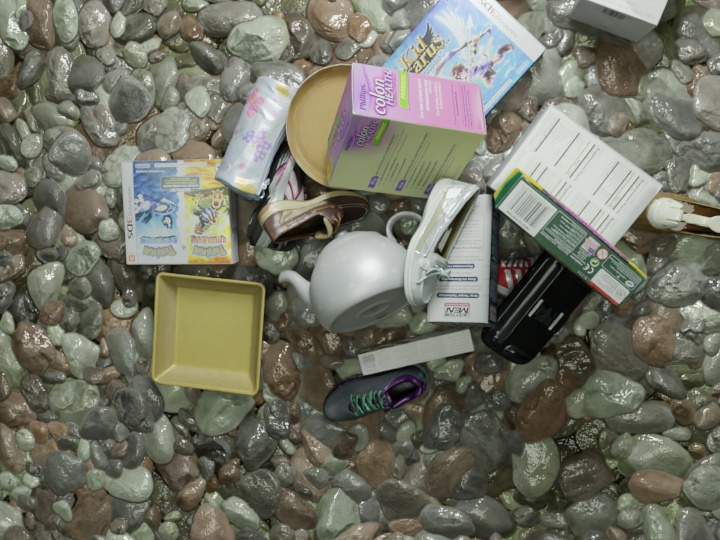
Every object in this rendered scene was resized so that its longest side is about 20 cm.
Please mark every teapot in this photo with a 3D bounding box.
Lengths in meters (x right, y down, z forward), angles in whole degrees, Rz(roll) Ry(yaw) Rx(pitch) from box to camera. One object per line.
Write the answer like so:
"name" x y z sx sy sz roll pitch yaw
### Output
"teapot" 0.000 0.000 1.133 0.197 0.199 0.147 -45 61 48

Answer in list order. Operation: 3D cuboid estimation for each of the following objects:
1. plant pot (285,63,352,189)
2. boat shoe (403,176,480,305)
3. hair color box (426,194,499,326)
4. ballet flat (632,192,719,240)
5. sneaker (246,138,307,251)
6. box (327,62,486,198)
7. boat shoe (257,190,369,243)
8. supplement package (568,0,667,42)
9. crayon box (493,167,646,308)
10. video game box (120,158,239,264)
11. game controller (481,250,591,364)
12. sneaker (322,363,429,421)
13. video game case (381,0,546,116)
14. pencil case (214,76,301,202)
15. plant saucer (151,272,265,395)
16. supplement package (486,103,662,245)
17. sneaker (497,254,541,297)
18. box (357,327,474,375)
"plant pot" -0.026 -0.235 1.147 0.198 0.027 0.202 -2 99 -13
"boat shoe" 0.120 -0.041 1.047 0.064 0.074 0.203 17 81 30
"hair color box" 0.163 -0.014 1.095 0.099 0.060 0.202 0 79 24
"ballet flat" 0.520 -0.082 1.099 0.198 0.072 0.068 13 99 6
"sneaker" -0.123 -0.126 1.185 0.086 0.080 0.201 22 88 -34
"box" 0.063 -0.204 1.056 0.198 0.176 0.097 5 62 -13
"boat shoe" -0.065 -0.079 1.129 0.072 0.199 0.072 58 140 30
"supplement package" 0.415 -0.471 1.042 0.120 0.120 0.201 21 99 5
"crayon box" 0.272 -0.051 0.931 0.200 0.173 0.058 40 104 1
"video game box" -0.317 -0.102 1.220 0.198 0.047 0.184 -1 99 8
"game controller" 0.284 0.060 1.110 0.104 0.042 0.201 30 107 -23
"sneaker" 0.021 0.213 1.191 0.199 0.088 0.075 -23 93 9
"video game case" 0.165 -0.342 1.128 0.181 0.045 0.200 43 100 2
"pencil case" -0.167 -0.217 1.149 0.090 0.083 0.201 20 87 36
"plant saucer" -0.266 0.109 1.236 0.198 0.048 0.202 6 97 6
"supplement package" 0.321 -0.133 1.078 0.199 0.152 0.151 37 102 2
"sneaker" 0.270 -0.005 1.141 0.199 0.071 0.113 24 103 -4
"box" 0.095 0.137 1.197 0.198 0.039 0.042 -15 96 9
